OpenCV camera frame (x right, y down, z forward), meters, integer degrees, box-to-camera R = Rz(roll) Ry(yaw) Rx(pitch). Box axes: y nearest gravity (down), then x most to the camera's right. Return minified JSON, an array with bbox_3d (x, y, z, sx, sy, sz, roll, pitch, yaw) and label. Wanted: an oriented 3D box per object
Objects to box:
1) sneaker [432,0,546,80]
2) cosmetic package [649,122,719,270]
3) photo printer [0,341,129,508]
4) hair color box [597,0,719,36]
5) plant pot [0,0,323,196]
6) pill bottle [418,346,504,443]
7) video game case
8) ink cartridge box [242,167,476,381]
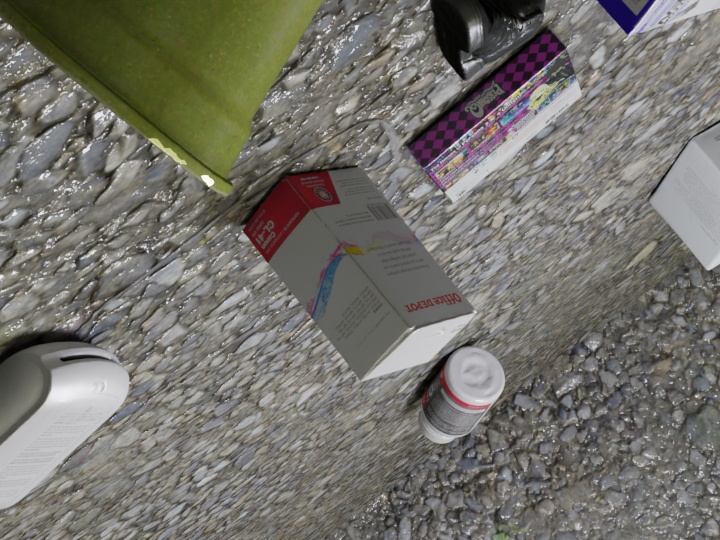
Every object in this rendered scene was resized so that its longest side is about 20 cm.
[{"bbox_3d":[0.124,-0.235,1.400,0.104,0.060,0.200,-36,170,-3],"label":"sneaker"},{"bbox_3d":[0.625,-0.142,2.571,0.164,0.166,0.200,-29,162,-26],"label":"cosmetic package"},{"bbox_3d":[-0.319,0.144,1.449,0.200,0.070,0.166,-42,164,12],"label":"photo printer"},{"bbox_3d":[0.352,-0.325,1.642,0.199,0.065,0.110,-25,159,-45],"label":"hair color box"},{"bbox_3d":[-0.096,-0.177,0.872,0.185,0.200,0.200,-50,164,2],"label":"plant pot"},{"bbox_3d":[0.171,0.227,2.694,0.110,0.111,0.200,-28,161,-32],"label":"pill bottle"},{"bbox_3d":[0.154,-0.166,1.692,0.200,0.036,0.181,-40,164,5],"label":"video game case"},{"bbox_3d":[0.000,0.000,1.512,0.086,0.201,0.147,-46,162,27],"label":"ink cartridge box"}]
